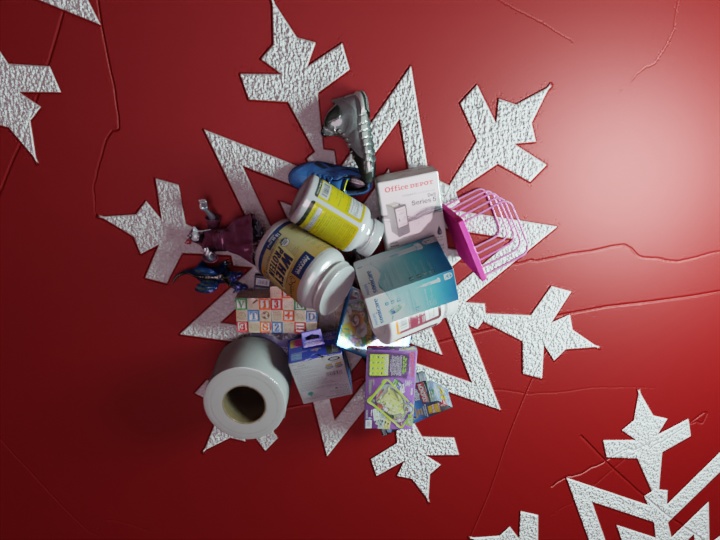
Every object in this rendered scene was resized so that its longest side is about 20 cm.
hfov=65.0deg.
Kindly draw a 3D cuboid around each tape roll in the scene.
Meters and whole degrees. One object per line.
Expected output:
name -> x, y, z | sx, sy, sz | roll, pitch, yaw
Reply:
tape roll -> -0.272, 0.286, 1.384 | 0.197, 0.140, 0.208 | 0, 113, 1

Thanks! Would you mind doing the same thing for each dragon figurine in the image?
dragon figurine -> -0.359, 0.015, 1.329 | 0.194, 0.100, 0.060 | 0, 107, -2

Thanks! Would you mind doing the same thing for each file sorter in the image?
file sorter -> 0.274, -0.093, 1.263 | 0.123, 0.200, 0.141 | -26, 107, 4

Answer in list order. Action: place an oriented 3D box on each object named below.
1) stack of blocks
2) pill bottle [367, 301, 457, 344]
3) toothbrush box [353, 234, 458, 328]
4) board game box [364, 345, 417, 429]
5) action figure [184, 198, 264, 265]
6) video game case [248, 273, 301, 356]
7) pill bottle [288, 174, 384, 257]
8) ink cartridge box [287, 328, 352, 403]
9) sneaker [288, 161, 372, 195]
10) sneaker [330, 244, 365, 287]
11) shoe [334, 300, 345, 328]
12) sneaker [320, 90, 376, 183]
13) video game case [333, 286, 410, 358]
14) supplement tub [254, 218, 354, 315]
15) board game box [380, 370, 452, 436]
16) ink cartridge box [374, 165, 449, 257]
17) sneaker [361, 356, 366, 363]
stack of blocks -> -0.199, 0.084, 1.357 | 0.194, 0.059, 0.118 | 0, 107, -1
pill bottle -> 0.124, 0.088, 1.326 | 0.196, 0.114, 0.117 | -18, 110, -24
toothbrush box -> 0.095, 0.021, 1.222 | 0.195, 0.147, 0.087 | -18, 124, -2
board game box -> 0.068, 0.272, 1.307 | 0.117, 0.032, 0.206 | 3, 107, 2
action figure -> -0.315, -0.079, 1.320 | 0.195, 0.149, 0.138 | 1, 74, 16
video game case -> -0.203, 0.115, 1.407 | 0.139, 0.019, 0.205 | 8, 108, -4
pill bottle -> -0.050, -0.114, 1.242 | 0.197, 0.113, 0.114 | 29, 105, -18
ink cartridge box -> -0.098, 0.227, 1.374 | 0.133, 0.077, 0.203 | -11, 135, 1
sneaker -> -0.069, -0.206, 1.282 | 0.194, 0.079, 0.068 | 4, 109, -1
sneaker -> 0.000, 0.000, 1.348 | 0.199, 0.075, 0.081 | 42, 102, -13
shoe -> -0.060, 0.055, 1.365 | 0.052, 0.070, 0.204 | -21, 109, -4
sneaker -> -0.029, -0.288, 1.255 | 0.112, 0.075, 0.206 | -7, 86, 10
video game case -> 0.038, 0.141, 1.356 | 0.197, 0.018, 0.147 | 24, 70, -26
supplement tub -> -0.123, -0.007, 1.258 | 0.198, 0.144, 0.147 | 34, 107, 22
board game box -> 0.124, 0.317, 1.412 | 0.195, 0.063, 0.202 | -16, 135, 2
ink cartridge box -> 0.118, -0.125, 1.307 | 0.142, 0.084, 0.205 | -11, 107, 1
sneaker -> 0.068, 0.246, 1.416 | 0.199, 0.091, 0.067 | 40, 103, -13
